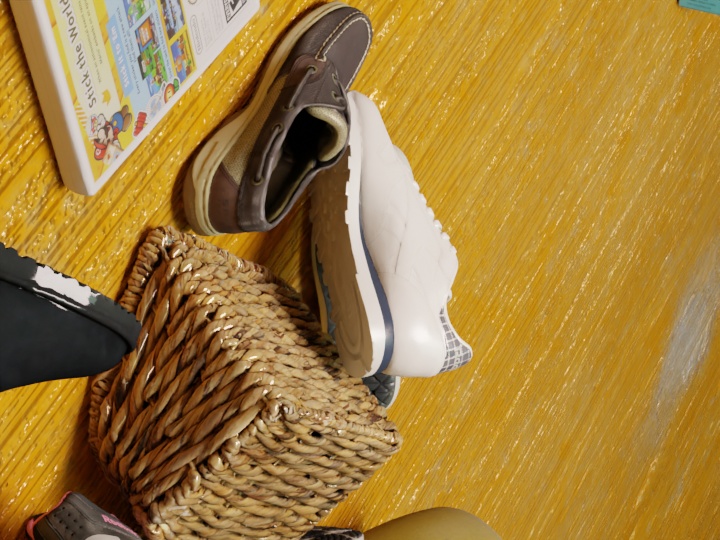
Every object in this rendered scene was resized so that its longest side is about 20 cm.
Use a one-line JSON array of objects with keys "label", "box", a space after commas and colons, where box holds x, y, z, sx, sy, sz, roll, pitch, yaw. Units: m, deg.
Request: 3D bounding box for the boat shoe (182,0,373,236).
[{"label": "boat shoe", "box": [-0.036, -0.091, 1.222, 0.200, 0.064, 0.073, -58, 149, -32]}]

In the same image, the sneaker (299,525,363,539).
[{"label": "sneaker", "box": [-0.070, 0.232, 1.278, 0.200, 0.077, 0.085, -30, 114, -41]}]

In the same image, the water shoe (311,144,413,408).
[{"label": "water shoe", "box": [0.000, 0.000, 1.374, 0.079, 0.071, 0.201, -85, 180, -70]}]

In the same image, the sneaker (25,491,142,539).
[{"label": "sneaker", "box": [-0.154, 0.178, 1.136, 0.079, 0.095, 0.200, -44, 170, -20]}]

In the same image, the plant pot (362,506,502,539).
[{"label": "plant pot", "box": [0.014, 0.280, 1.443, 0.141, 0.200, 0.201, 1, 106, -38]}]

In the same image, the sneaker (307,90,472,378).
[{"label": "sneaker", "box": [0.018, -0.023, 1.272, 0.076, 0.080, 0.201, 128, -43, -61]}]

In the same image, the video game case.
[{"label": "video game case", "box": [-0.123, -0.171, 1.049, 0.182, 0.023, 0.201, -54, 149, -36]}]

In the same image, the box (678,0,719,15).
[{"label": "box", "box": [0.343, -0.351, 1.854, 0.082, 0.049, 0.201, -46, 144, -44]}]

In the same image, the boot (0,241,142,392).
[{"label": "boot", "box": [-0.202, 0.071, 0.965, 0.200, 0.076, 0.169, 34, 71, -57]}]

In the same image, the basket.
[{"label": "basket", "box": [-0.093, 0.085, 1.219, 0.143, 0.149, 0.200, -42, 157, 11]}]
